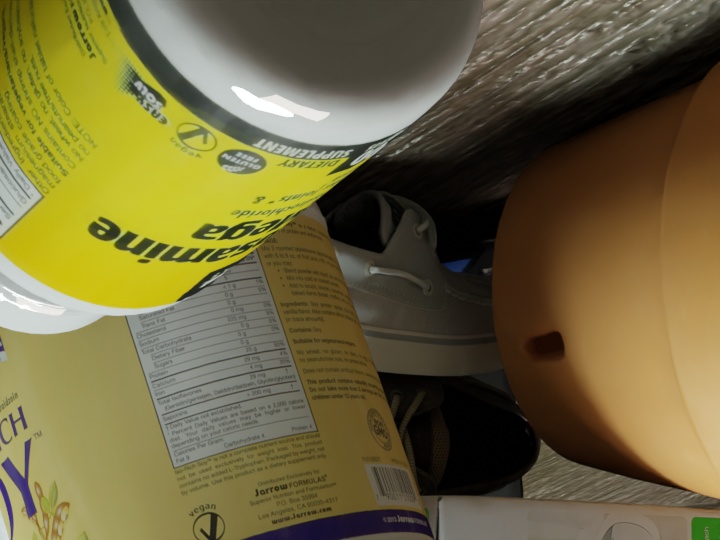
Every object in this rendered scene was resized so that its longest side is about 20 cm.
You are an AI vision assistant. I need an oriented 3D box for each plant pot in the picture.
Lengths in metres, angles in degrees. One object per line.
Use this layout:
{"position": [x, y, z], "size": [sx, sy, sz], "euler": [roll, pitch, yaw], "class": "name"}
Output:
{"position": [0.147, 0.008, 1.067], "size": [0.139, 0.201, 0.200], "euler": [-5, 173, 36], "class": "plant pot"}

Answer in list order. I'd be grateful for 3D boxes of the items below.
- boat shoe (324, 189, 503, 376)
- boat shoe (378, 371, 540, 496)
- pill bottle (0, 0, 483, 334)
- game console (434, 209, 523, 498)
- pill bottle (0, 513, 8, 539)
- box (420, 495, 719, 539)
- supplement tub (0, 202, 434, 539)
{"position": [0.000, 0.000, 1.096], "size": [0.199, 0.069, 0.072], "euler": [8, -168, -37], "class": "boat shoe"}
{"position": [0.006, 0.065, 1.114], "size": [0.073, 0.075, 0.200], "euler": [1, -179, 38], "class": "boat shoe"}
{"position": [-0.060, -0.055, 0.769], "size": [0.112, 0.113, 0.200], "euler": [-4, 161, -33], "class": "pill bottle"}
{"position": [-0.007, 0.064, 1.210], "size": [0.199, 0.117, 0.176], "euler": [-11, 164, -16], "class": "game console"}
{"position": [-0.217, 0.124, 1.220], "size": [0.199, 0.116, 0.116], "euler": [-16, 164, 5], "class": "pill bottle"}
{"position": [0.030, 0.147, 1.080], "size": [0.176, 0.097, 0.199], "euler": [7, 170, -39], "class": "box"}
{"position": [-0.065, 0.049, 0.937], "size": [0.145, 0.201, 0.146], "euler": [-18, 162, -6], "class": "supplement tub"}
